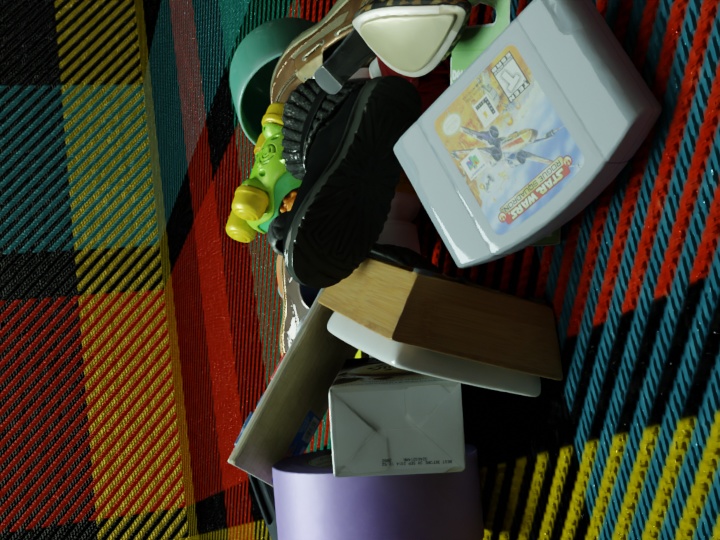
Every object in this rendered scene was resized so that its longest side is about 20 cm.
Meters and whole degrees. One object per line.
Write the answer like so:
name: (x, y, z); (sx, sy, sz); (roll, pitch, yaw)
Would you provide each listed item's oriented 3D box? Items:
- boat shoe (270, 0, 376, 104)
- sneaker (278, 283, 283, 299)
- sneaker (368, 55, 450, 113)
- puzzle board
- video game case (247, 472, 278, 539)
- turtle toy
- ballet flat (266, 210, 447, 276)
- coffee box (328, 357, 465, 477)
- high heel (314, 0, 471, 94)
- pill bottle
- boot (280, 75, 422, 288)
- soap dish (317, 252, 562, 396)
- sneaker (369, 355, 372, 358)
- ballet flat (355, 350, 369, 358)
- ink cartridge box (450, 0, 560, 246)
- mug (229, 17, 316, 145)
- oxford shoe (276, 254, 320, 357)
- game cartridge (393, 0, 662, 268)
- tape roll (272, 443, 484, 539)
boat shoe: (-0.035, -0.233, 1.132); (0.200, 0.075, 0.074); (-44, 37, 37)
sneaker: (-0.031, -0.029, 1.280); (0.131, 0.079, 0.200); (-51, 10, 19)
sneaker: (0.056, -0.201, 0.964); (0.200, 0.078, 0.116); (-118, 29, -48)
puzzle board: (-0.057, 0.114, 1.005); (0.201, 0.017, 0.151); (-61, -22, -13)
video game case: (-0.026, 0.275, 1.128); (0.026, 0.199, 0.181); (-58, 30, 14)
turtle toy: (-0.089, -0.094, 1.190); (0.200, 0.101, 0.147); (124, 164, -69)
ballet flat: (0.000, 0.000, 0.991); (0.057, 0.199, 0.067); (-82, 16, -56)
coffee box: (0.035, 0.129, 0.936); (0.200, 0.112, 0.080); (-28, -65, -87)
high heel: (0.052, -0.225, 0.854); (0.071, 0.143, 0.200); (49, 152, -20)
pill bottle: (0.003, -0.103, 1.083); (0.114, 0.114, 0.201); (136, 127, -66)
boot: (-0.036, -0.086, 0.940); (0.157, 0.079, 0.212); (10, 69, 55)
soap dish: (0.065, 0.042, 0.881); (0.200, 0.156, 0.082); (-159, 83, -70)
sneaker: (0.042, 0.098, 1.100); (0.082, 0.077, 0.201); (-99, 18, -73)
ballet flat: (0.019, 0.099, 1.172); (0.067, 0.067, 0.201); (29, 126, 43)
ink cartridge box: (0.118, -0.126, 0.820); (0.104, 0.059, 0.201); (-150, 59, -68)
mug: (-0.089, -0.223, 1.268); (0.115, 0.151, 0.186); (-110, 25, -46)
oxford shoe: (-0.053, 0.065, 1.154); (0.073, 0.071, 0.201); (-175, 72, -68)
game cartridge: (0.115, -0.093, 0.737); (0.200, 0.041, 0.134); (-43, 63, 40)
tape roll: (0.017, 0.219, 0.970); (0.200, 0.199, 0.086); (164, 102, -71)
